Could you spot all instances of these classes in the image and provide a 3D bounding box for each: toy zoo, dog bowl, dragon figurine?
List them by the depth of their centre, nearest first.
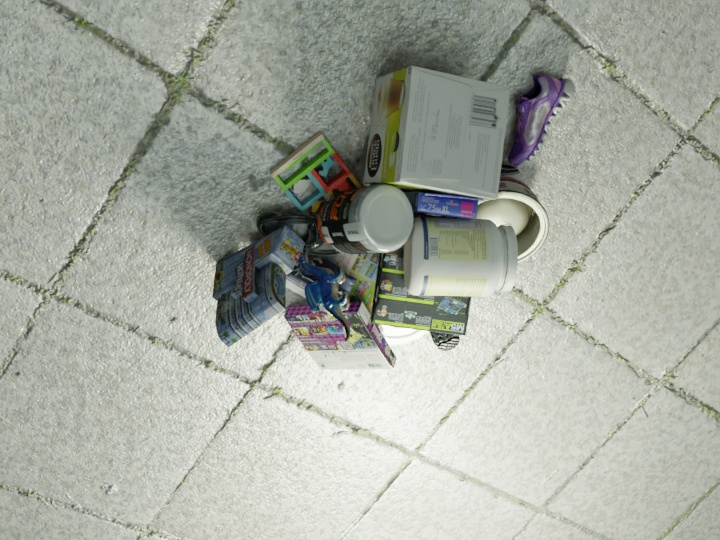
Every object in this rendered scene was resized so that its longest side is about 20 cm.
[{"bbox_3d":[-0.074,0.050,1.633,0.097,0.204,0.059,-12,168,5],"label":"dragon figurine"},{"bbox_3d":[-0.074,-0.164,1.671,0.130,0.021,0.200,-36,124,7],"label":"toy zoo"},{"bbox_3d":[0.280,-0.104,1.698,0.195,0.075,0.203,1,133,1],"label":"dog bowl"}]

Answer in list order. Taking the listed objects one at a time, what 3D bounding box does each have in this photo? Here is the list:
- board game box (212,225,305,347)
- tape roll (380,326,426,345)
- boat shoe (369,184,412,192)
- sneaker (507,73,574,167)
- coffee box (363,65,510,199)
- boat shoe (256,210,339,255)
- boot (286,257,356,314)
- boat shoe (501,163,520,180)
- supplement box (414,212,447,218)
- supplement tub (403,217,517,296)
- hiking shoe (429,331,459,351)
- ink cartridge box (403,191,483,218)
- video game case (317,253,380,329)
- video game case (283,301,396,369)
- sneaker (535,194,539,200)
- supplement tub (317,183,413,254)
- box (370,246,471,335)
[{"bbox_3d":[-0.198,0.014,1.612,0.198,0.202,0.062,-35,125,22],"label":"board game box"},{"bbox_3d":[0.082,0.062,1.828,0.198,0.071,0.206,-8,123,-12],"label":"tape roll"},{"bbox_3d":[0.116,-0.164,1.697,0.196,0.073,0.074,8,117,-21],"label":"boat shoe"},{"bbox_3d":[0.342,-0.307,1.679,0.087,0.081,0.203,22,108,-20],"label":"sneaker"},{"bbox_3d":[0.135,-0.247,1.541,0.196,0.197,0.204,6,94,-20],"label":"coffee box"},{"bbox_3d":[-0.112,-0.073,1.656,0.196,0.066,0.076,19,96,-5],"label":"boat shoe"},{"bbox_3d":[-0.106,0.006,1.708,0.198,0.073,0.091,31,92,8],"label":"boot"},{"bbox_3d":[0.239,-0.219,1.708,0.195,0.070,0.068,3,105,-13],"label":"boat shoe"},{"bbox_3d":[0.175,-0.071,1.775,0.197,0.069,0.067,22,116,-30],"label":"supplement box"},{"bbox_3d":[0.185,-0.025,1.572,0.195,0.146,0.148,1,121,-5],"label":"supplement tub"},{"bbox_3d":[0.146,0.067,1.756,0.074,0.101,0.204,-20,105,1],"label":"hiking shoe"},{"bbox_3d":[0.145,-0.124,1.577,0.117,0.200,0.043,6,92,-13],"label":"ink cartridge box"},{"bbox_3d":[0.000,0.000,1.727,0.179,0.023,0.203,26,113,-2],"label":"video game case"},{"bbox_3d":[-0.043,0.144,1.795,0.197,0.036,0.183,-5,132,34],"label":"video game case"},{"bbox_3d":[0.292,-0.157,1.766,0.197,0.070,0.082,22,87,-21],"label":"sneaker"},{"bbox_3d":[0.003,-0.093,1.568,0.120,0.199,0.126,1,89,-30],"label":"supplement tub"},{"bbox_3d":[0.129,0.021,1.671,0.195,0.048,0.198,7,101,-5],"label":"box"}]
